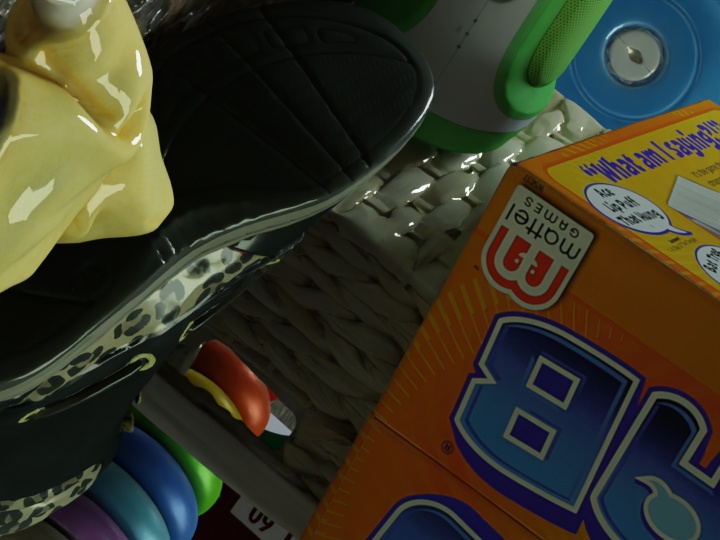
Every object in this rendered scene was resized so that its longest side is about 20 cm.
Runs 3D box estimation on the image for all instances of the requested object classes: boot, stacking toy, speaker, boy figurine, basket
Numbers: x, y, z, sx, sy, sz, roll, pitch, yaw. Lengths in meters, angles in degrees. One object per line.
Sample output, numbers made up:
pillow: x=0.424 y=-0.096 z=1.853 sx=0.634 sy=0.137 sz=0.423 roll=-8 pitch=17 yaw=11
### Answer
boot: x=-0.073 y=0.002 z=0.783 sx=0.203 sy=0.074 sz=0.154 roll=-35 pitch=166 yaw=-28
stacking toy: x=0.128 y=-0.101 z=1.175 sx=0.110 sy=0.116 sz=0.200 roll=-46 pitch=180 yaw=1
speaker: x=0.070 y=-0.138 z=0.834 sx=0.088 sy=0.088 sz=0.200 roll=-33 pitch=160 yaw=-54
boy figurine: x=-0.099 y=-0.033 z=0.591 sx=0.125 sy=0.064 sz=0.200 roll=-53 pitch=169 yaw=19
stacking toy: x=-0.082 y=0.076 z=0.984 sx=0.200 sy=0.085 sz=0.085 roll=-46 pitch=169 yaw=-37
basket: x=0.009 y=-0.006 z=0.918 sx=0.200 sy=0.135 sz=0.124 roll=-32 pitch=155 yaw=-55

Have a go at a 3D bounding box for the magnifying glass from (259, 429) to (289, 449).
magnifying glass: x=0.000 y=0.000 z=1.075 sx=0.200 sy=0.079 sz=0.022 roll=-57 pitch=168 yaw=-14

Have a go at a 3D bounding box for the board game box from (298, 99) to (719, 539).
board game box: x=0.123 y=0.085 z=0.821 sx=0.200 sy=0.199 sz=0.200 roll=-20 pitch=142 yaw=-62

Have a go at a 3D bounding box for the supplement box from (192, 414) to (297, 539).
supplement box: x=-0.081 y=0.178 z=1.230 sx=0.200 sy=0.109 sz=0.061 roll=-56 pitch=167 yaw=25
